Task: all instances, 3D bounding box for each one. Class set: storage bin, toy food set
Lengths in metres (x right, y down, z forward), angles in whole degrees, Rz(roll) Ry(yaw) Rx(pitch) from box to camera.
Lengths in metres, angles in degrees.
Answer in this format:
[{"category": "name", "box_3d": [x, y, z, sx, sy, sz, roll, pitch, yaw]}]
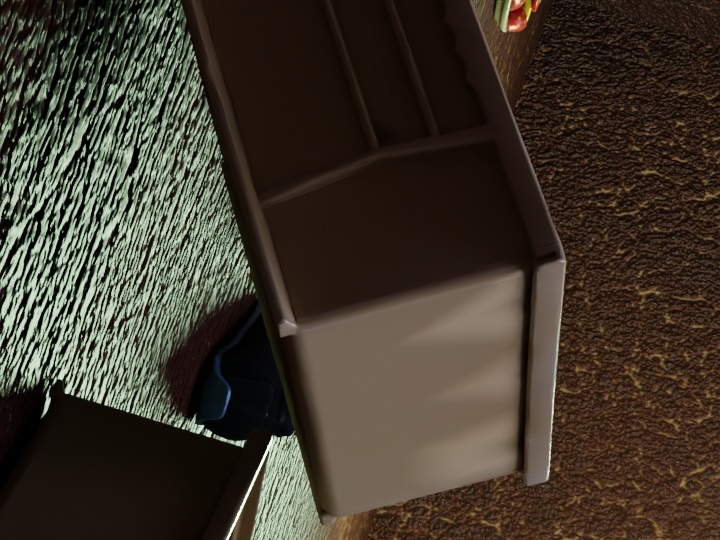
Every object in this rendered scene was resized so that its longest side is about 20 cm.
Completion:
[{"category": "storage bin", "box_3d": [-0.120, 0.185, 0.797, 0.200, 0.093, 0.199, -67, 172, -49]}, {"category": "storage bin", "box_3d": [-0.001, -0.034, 0.755, 0.200, 0.093, 0.199, 81, -7, -64]}, {"category": "toy food set", "box_3d": [0.216, -0.394, 2.537, 0.198, 0.049, 0.200, -66, 171, -51]}]

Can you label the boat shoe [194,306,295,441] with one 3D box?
[{"category": "boat shoe", "box_3d": [-0.051, 0.074, 1.261, 0.200, 0.068, 0.084, -56, 163, -71]}]
